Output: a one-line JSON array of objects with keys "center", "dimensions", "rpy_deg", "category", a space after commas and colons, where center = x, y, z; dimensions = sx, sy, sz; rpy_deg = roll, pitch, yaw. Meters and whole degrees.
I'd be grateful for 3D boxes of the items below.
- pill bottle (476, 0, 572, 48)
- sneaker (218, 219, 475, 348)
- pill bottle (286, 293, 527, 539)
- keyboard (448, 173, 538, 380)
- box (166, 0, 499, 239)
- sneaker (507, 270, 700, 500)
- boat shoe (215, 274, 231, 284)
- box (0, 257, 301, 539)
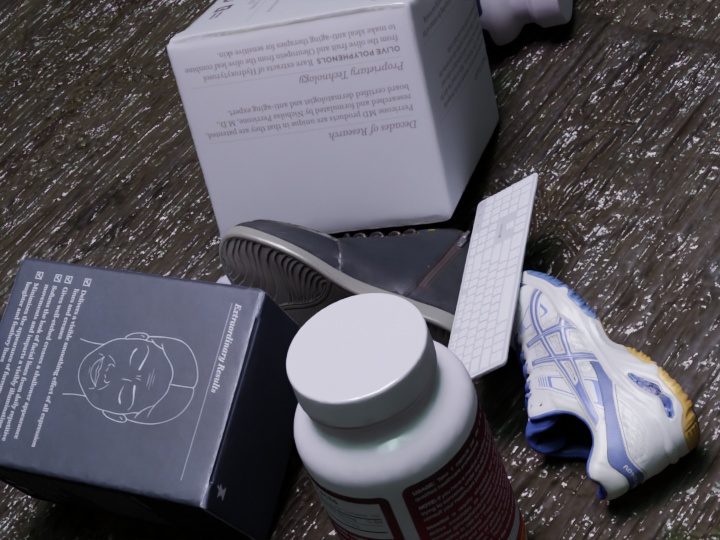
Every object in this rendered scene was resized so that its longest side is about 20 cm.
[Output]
[{"center": [0.080, -0.249, 1.415], "dimensions": [0.197, 0.117, 0.117], "rpy_deg": [-6, 42, 18], "category": "pill bottle"}, {"center": [0.000, 0.000, 1.183], "dimensions": [0.198, 0.075, 0.107], "rpy_deg": [24, 43, 4], "category": "sneaker"}, {"center": [0.027, 0.114, 0.968], "dimensions": [0.111, 0.201, 0.114], "rpy_deg": [-13, 40, 11], "category": "pill bottle"}, {"center": [0.092, 0.005, 1.125], "dimensions": [0.056, 0.011, 0.201], "rpy_deg": [-34, 26, 35], "category": "keyboard"}, {"center": [-0.013, -0.145, 1.264], "dimensions": [0.197, 0.173, 0.199], "rpy_deg": [-6, 24, 19], "category": "box"}, {"center": [0.131, 0.072, 1.067], "dimensions": [0.088, 0.076, 0.200], "rpy_deg": [-36, 39, -10], "category": "sneaker"}, {"center": [-0.108, 0.062, 1.208], "dimensions": [0.199, 0.072, 0.062], "rpy_deg": [-36, 58, -3], "category": "boat shoe"}, {"center": [-0.150, 0.088, 1.106], "dimensions": [0.198, 0.107, 0.150], "rpy_deg": [8, 70, 25], "category": "box"}]
